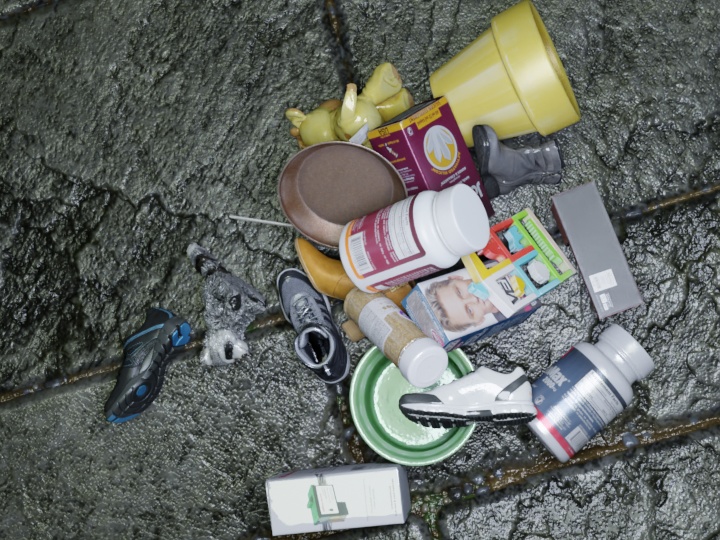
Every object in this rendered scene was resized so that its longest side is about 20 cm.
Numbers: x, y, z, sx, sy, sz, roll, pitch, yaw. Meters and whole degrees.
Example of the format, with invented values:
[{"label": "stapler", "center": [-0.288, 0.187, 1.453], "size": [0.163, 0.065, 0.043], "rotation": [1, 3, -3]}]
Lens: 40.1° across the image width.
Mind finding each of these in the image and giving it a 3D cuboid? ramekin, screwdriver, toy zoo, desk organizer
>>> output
[{"label": "ramekin", "center": [0.087, 0.197, 1.518], "size": [0.198, 0.098, 0.202], "rotation": [-1, 81, 7]}, {"label": "screwdriver", "center": [-0.113, -0.076, 1.573], "size": [0.198, 0.028, 0.029], "rotation": [13, 117, 6]}, {"label": "toy zoo", "center": [0.232, -0.010, 1.508], "size": [0.199, 0.020, 0.132], "rotation": [-26, 75, -38]}, {"label": "desk organizer", "center": [0.362, -0.027, 1.527], "size": [0.071, 0.077, 0.202], "rotation": [-20, 79, 4]}]

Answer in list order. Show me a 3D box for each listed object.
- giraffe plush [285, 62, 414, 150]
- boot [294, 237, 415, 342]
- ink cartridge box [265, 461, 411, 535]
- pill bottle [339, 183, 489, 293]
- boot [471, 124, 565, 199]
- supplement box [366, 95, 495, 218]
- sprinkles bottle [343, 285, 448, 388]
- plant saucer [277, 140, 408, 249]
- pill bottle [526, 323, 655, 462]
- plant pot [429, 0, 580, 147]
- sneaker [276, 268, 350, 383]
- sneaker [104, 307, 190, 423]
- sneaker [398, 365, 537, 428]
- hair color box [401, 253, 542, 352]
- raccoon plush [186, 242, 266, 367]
[{"label": "giraffe plush", "center": [-0.022, -0.225, 1.577], "size": [0.161, 0.200, 0.174], "rotation": [-4, 106, 38]}, {"label": "boot", "center": [0.000, 0.001, 1.565], "size": [0.143, 0.071, 0.202], "rotation": [-34, 91, 13]}, {"label": "ink cartridge box", "center": [-0.030, 0.341, 1.487], "size": [0.198, 0.146, 0.085], "rotation": [-8, 82, 7]}, {"label": "pill bottle", "center": [0.077, -0.047, 1.417], "size": [0.199, 0.114, 0.115], "rotation": [-20, 78, 35]}, {"label": "boot", "center": [0.244, -0.180, 1.508], "size": [0.130, 0.200, 0.070], "rotation": [-13, 72, 8]}, {"label": "supplement box", "center": [0.108, -0.147, 1.500], "size": [0.110, 0.085, 0.201], "rotation": [-34, 106, -34]}, {"label": "sprinkles bottle", "center": [0.048, 0.091, 1.442], "size": [0.068, 0.068, 0.200], "rotation": [-46, 41, -1]}, {"label": "plant saucer", "center": [-0.025, -0.119, 1.490], "size": [0.198, 0.202, 0.037], "rotation": [2, 40, 8]}, {"label": "pill bottle", "center": [0.336, 0.179, 1.478], "size": [0.200, 0.120, 0.120], "rotation": [-42, 79, -1]}, {"label": "plant pot", "center": [0.218, -0.287, 1.536], "size": [0.188, 0.201, 0.202], "rotation": [-24, 79, 18]}, {"label": "sneaker", "center": [-0.079, 0.080, 1.549], "size": [0.075, 0.114, 0.201], "rotation": [-27, 79, 2]}, {"label": "sneaker", "center": [-0.357, 0.154, 1.605], "size": [0.082, 0.073, 0.201], "rotation": [30, 80, 27]}, {"label": "sneaker", "center": [0.154, 0.183, 1.435], "size": [0.198, 0.074, 0.081], "rotation": [-2, 65, 2]}, {"label": "hair color box", "center": [0.170, 0.050, 1.490], "size": [0.199, 0.061, 0.101], "rotation": [-18, 70, -35]}, {"label": "raccoon plush", "center": [-0.239, 0.066, 1.606], "size": [0.134, 0.096, 0.200], "rotation": [-55, 49, 10]}]
